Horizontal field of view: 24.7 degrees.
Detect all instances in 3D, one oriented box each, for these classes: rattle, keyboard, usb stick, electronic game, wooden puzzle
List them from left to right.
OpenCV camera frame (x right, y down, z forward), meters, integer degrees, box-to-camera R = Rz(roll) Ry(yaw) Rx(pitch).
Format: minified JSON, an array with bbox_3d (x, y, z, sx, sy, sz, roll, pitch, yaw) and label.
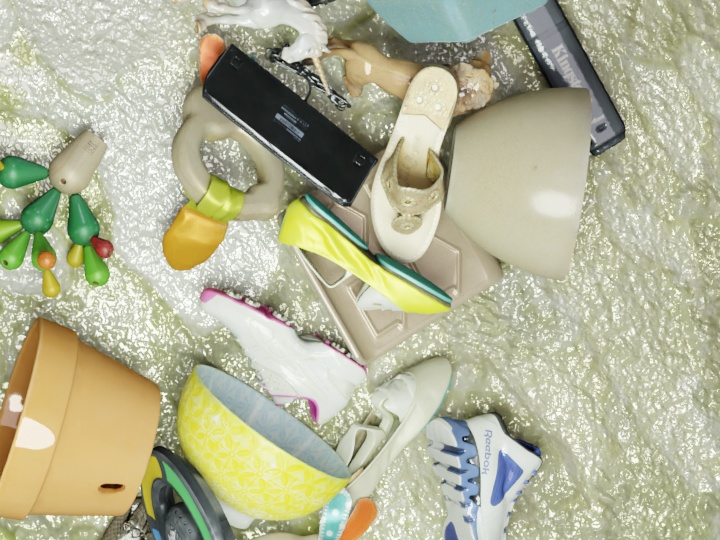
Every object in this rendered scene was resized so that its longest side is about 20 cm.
[{"bbox_3d":[-0.170,0.270,1.639,0.041,0.200,0.202,-21,96,-26],"label":"electronic game"},{"bbox_3d":[-0.160,-0.125,1.735,0.129,0.143,0.202,-10,67,-21],"label":"rattle"},{"bbox_3d":[-0.067,-0.164,1.711,0.199,0.021,0.128,38,54,-10],"label":"keyboard"},{"bbox_3d":[-0.059,0.332,1.702,0.198,0.143,0.131,-24,118,3],"label":"rattle"},{"bbox_3d":[0.030,-0.025,1.761,0.199,0.046,0.186,-32,95,-17],"label":"wooden puzzle"},{"bbox_3d":[0.225,-0.222,1.796,0.055,0.033,0.201,-31,97,-7],"label":"usb stick"}]

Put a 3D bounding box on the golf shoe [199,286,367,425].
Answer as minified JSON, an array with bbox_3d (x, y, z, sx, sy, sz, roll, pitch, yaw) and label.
[{"bbox_3d":[-0.092,0.090,1.740,0.199,0.075,0.092,30,91,-8],"label":"golf shoe"}]

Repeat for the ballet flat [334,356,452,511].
[{"bbox_3d":[0.024,0.167,1.758,0.069,0.069,0.201,35,86,-9],"label":"ballet flat"}]

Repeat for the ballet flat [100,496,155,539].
[{"bbox_3d":[-0.267,0.333,1.733,0.067,0.046,0.201,29,87,-10],"label":"ballet flat"}]

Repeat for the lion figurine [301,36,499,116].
[{"bbox_3d":[0.040,-0.205,1.721,0.198,0.122,0.073,7,92,-9],"label":"lion figurine"}]

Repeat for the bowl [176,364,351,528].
[{"bbox_3d":[-0.118,0.198,1.681,0.199,0.200,0.108,34,94,-9],"label":"bowl"}]

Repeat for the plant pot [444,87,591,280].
[{"bbox_3d":[0.158,-0.097,1.716,0.133,0.200,0.203,7,92,1],"label":"plant pot"}]

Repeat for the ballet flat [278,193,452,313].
[{"bbox_3d":[0.000,0.000,1.699,0.199,0.067,0.067,35,97,-8],"label":"ballet flat"}]

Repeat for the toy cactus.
[{"bbox_3d":[-0.324,-0.075,1.692,0.199,0.102,0.166,35,77,-1],"label":"toy cactus"}]

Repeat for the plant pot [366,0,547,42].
[{"bbox_3d":[0.091,-0.344,1.677,0.195,0.195,0.202,-27,110,-26],"label":"plant pot"}]

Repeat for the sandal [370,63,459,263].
[{"bbox_3d":[0.051,-0.102,1.671,0.077,0.070,0.214,15,108,6],"label":"sandal"}]

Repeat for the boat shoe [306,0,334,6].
[{"bbox_3d":[-0.072,-0.374,1.724,0.067,0.072,0.202,-18,90,17],"label":"boat shoe"}]

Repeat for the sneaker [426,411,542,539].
[{"bbox_3d":[0.147,0.240,1.775,0.114,0.080,0.202,-17,107,-24],"label":"sneaker"}]

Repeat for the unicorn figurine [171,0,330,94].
[{"bbox_3d":[-0.115,-0.275,1.686,0.136,0.074,0.201,-11,64,-30],"label":"unicorn figurine"}]

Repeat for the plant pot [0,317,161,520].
[{"bbox_3d":[-0.287,0.162,1.652,0.139,0.200,0.202,17,90,-16],"label":"plant pot"}]
